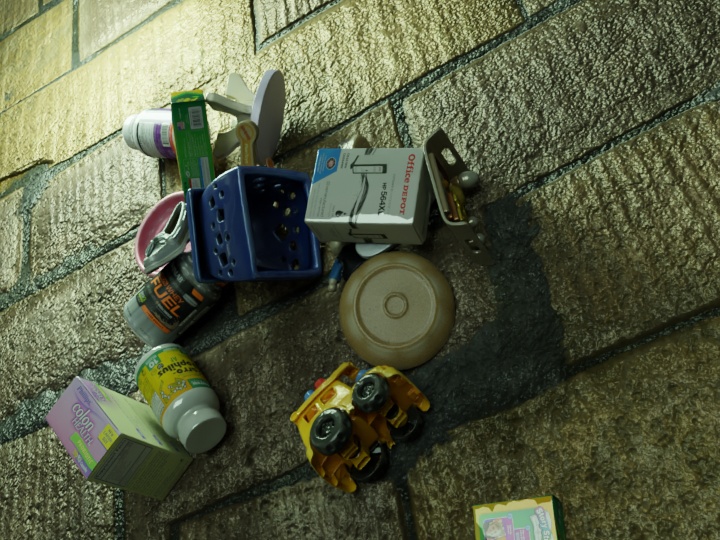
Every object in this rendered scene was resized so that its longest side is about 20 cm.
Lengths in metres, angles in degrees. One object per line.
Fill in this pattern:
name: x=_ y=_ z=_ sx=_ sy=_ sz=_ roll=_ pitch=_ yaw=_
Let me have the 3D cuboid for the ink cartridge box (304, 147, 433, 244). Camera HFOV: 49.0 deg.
ink cartridge box: x=0.018 y=-0.129 z=1.363 sx=0.196 sy=0.084 sz=0.149 roll=1 pitch=67 yaw=20

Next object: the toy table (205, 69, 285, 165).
toy table: x=-0.237 y=-0.324 z=1.660 sx=0.115 sy=0.184 sz=0.203 roll=7 pitch=67 yaw=15

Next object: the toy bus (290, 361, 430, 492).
toy bus: x=-0.014 y=0.220 z=1.283 sx=0.200 sy=0.136 sz=0.192 roll=-45 pitch=37 yaw=0

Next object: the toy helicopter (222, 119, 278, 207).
toy helicopter: x=-0.215 y=-0.198 z=1.584 sx=0.130 sy=0.079 sz=0.204 roll=8 pitch=114 yaw=16

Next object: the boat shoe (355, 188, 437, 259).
boat shoe: x=0.075 y=-0.089 z=1.407 sx=0.200 sy=0.057 sz=0.069 roll=-45 pitch=60 yaw=-4

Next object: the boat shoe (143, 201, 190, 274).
boat shoe: x=-0.373 y=-0.063 z=1.542 sx=0.074 sy=0.065 sz=0.203 roll=-27 pitch=21 yaw=32

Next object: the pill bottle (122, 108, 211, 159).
pill bottle: x=-0.446 y=-0.312 z=1.802 sx=0.197 sy=0.111 sz=0.113 roll=9 pitch=71 yaw=33

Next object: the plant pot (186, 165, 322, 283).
plant pot: x=-0.205 y=-0.072 z=1.462 sx=0.177 sy=0.199 sz=0.204 roll=-10 pitch=86 yaw=35

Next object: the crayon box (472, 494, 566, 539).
crayon box: x=0.224 y=0.417 z=1.074 sx=0.117 sy=0.058 sz=0.203 roll=-14 pitch=60 yaw=23

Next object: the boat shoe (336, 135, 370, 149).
boat shoe: x=-0.035 y=-0.162 z=1.517 sx=0.064 sy=0.071 sz=0.204 roll=2 pitch=72 yaw=47

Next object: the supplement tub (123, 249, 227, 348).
supplement tub: x=-0.358 y=0.050 z=1.560 sx=0.200 sy=0.122 sz=0.123 roll=-43 pitch=52 yaw=4

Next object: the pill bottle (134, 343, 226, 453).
pill bottle: x=-0.328 y=0.237 z=1.455 sx=0.113 sy=0.113 sz=0.200 roll=-46 pitch=52 yaw=1

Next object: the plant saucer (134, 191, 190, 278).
plant saucer: x=-0.392 y=-0.070 z=1.686 sx=0.197 sy=0.051 sz=0.204 roll=-13 pitch=60 yaw=23

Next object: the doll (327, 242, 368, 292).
doll: x=0.000 y=0.000 z=1.420 sx=0.136 sy=0.049 sz=0.200 roll=-36 pitch=51 yaw=-6

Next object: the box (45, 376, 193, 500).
box: x=-0.432 y=0.305 z=1.426 sx=0.175 sy=0.200 sz=0.097 roll=36 pitch=86 yaw=37

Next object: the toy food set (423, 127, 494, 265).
toy food set: x=0.172 y=-0.122 z=1.324 sx=0.060 sy=0.143 sz=0.203 roll=-23 pitch=56 yaw=17

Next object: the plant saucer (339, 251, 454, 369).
plant saucer: x=0.059 y=0.061 z=1.318 sx=0.196 sy=0.035 sz=0.204 roll=-2 pitch=75 yaw=7

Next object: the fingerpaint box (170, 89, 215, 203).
fingerpaint box: x=-0.345 y=-0.258 z=1.628 sx=0.072 sy=0.204 sz=0.167 roll=-8 pitch=21 yaw=-11
